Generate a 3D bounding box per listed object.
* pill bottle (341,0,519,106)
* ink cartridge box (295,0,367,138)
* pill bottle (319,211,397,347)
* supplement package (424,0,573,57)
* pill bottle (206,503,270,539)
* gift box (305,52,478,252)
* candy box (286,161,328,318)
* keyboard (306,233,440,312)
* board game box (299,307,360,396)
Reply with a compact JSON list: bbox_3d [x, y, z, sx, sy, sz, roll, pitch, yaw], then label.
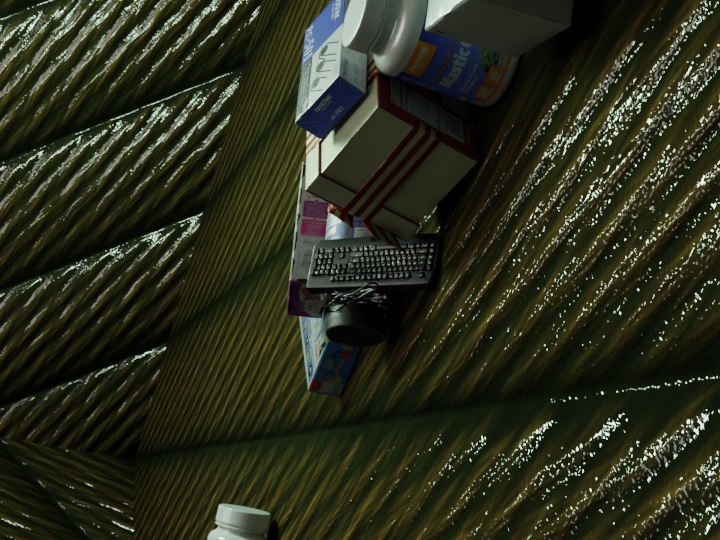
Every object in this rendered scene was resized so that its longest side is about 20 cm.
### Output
[{"bbox_3d":[0.083,-0.278,1.339,0.112,0.198,0.113,-166,90,-71],"label":"pill bottle"},{"bbox_3d":[-0.035,-0.269,1.424,0.094,0.044,0.201,-41,31,35],"label":"ink cartridge box"},{"bbox_3d":[0.000,0.000,1.582,0.112,0.111,0.202,134,145,-61],"label":"pill bottle"},{"bbox_3d":[0.155,-0.348,1.175,0.121,0.119,0.202,166,114,-69],"label":"supplement package"},{"bbox_3d":[-0.220,0.517,1.945,0.114,0.113,0.202,166,115,-72],"label":"pill bottle"},{"bbox_3d":[0.042,-0.154,1.442,0.187,0.199,0.185,-44,27,35],"label":"gift box"},{"bbox_3d":[-0.073,-0.045,1.705,0.137,0.060,0.202,104,171,-66],"label":"candy box"},{"bbox_3d":[0.009,-0.001,1.479,0.198,0.040,0.105,-4,71,32],"label":"keyboard"},{"bbox_3d":[-0.037,0.058,1.762,0.201,0.055,0.197,-101,29,-54],"label":"board game box"}]
